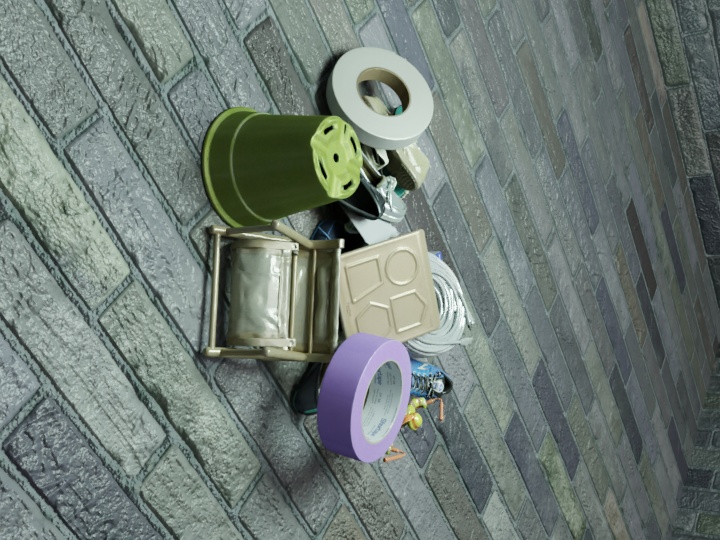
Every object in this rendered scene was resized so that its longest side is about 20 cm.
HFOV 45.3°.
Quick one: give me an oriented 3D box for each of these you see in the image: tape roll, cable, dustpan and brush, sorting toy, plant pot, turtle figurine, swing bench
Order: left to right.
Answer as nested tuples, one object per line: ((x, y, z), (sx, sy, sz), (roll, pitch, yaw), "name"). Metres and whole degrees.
((-0.128, 0.039, 1.334), (0.200, 0.129, 0.200), (15, 75, -58), "swing bench")
((-0.104, -0.164, 1.320), (0.200, 0.189, 0.201), (6, 82, -54), "plant pot")
((0.009, 0.205, 1.397), (0.200, 0.065, 0.201), (-28, 123, -56), "tape roll")
((0.023, -0.083, 1.570), (0.200, 0.057, 0.140), (-4, 53, -51), "dustpan and brush")
((0.036, -0.313, 1.559), (0.202, 0.037, 0.204), (9, 63, -19), "tape roll")
((0.042, 0.040, 1.487), (0.199, 0.036, 0.186), (-19, 107, -27), "sorting toy")
((0.045, 0.265, 1.526), (0.200, 0.161, 0.065), (-41, 120, -47), "turtle figurine")
((0.112, 0.063, 1.610), (0.199, 0.069, 0.201), (-12, 86, -40), "cable")

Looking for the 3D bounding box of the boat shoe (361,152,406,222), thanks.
((0.013, -0.166, 1.530), (0.202, 0.065, 0.075), (45, 29, -13), "boat shoe")

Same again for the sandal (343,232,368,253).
((-0.001, -0.001, 1.570), (0.075, 0.048, 0.201), (26, 65, -51), "sandal")

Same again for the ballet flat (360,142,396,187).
((0.023, -0.179, 1.601), (0.068, 0.068, 0.201), (-44, 123, -47), "ballet flat")

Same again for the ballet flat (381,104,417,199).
((0.081, -0.226, 1.691), (0.064, 0.075, 0.201), (76, 24, -81), "ballet flat")

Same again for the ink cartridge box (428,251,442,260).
((0.101, 0.033, 1.718), (0.200, 0.044, 0.094), (-26, 111, -52), "ink cartridge box")

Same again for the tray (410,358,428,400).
((0.092, 0.173, 1.674), (0.107, 0.022, 0.200), (-52, 139, -28), "tray")

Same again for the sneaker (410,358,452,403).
((0.111, 0.201, 1.615), (0.200, 0.089, 0.079), (12, 92, -54), "sneaker")

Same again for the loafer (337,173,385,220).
((-0.037, -0.159, 1.459), (0.200, 0.068, 0.070), (40, 10, -12), "loafer")

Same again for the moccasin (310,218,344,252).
((-0.052, 0.002, 1.483), (0.080, 0.068, 0.201), (38, 55, -45), "moccasin")

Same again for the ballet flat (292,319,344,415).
((-0.048, 0.162, 1.483), (0.073, 0.073, 0.200), (54, 47, -37), "ballet flat")

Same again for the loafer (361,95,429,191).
((0.061, -0.245, 1.622), (0.068, 0.076, 0.200), (-41, 105, -34), "loafer")
